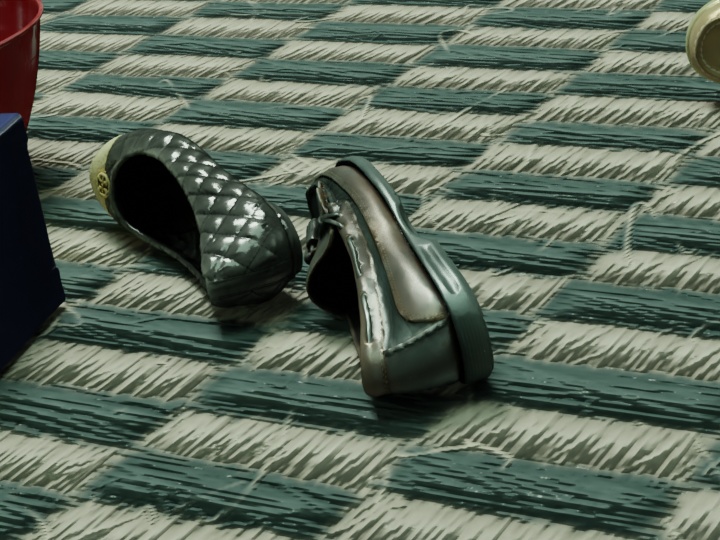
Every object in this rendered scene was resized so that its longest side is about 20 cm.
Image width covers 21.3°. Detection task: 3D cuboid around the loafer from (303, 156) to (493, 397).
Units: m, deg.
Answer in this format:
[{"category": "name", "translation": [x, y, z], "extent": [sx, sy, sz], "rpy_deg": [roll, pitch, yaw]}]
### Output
[{"category": "loafer", "translation": [0.000, 0.000, 0.923], "extent": [0.063, 0.072, 0.200], "rpy_deg": [-21, 28, -11]}]

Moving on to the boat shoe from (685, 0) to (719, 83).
[{"category": "boat shoe", "translation": [0.286, -0.128, 1.103], "extent": [0.200, 0.072, 0.065], "rpy_deg": [4, 25, 15]}]

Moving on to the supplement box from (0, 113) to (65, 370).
[{"category": "supplement box", "translation": [-0.272, -0.009, 0.984], "extent": [0.200, 0.109, 0.110], "rpy_deg": [-1, 26, 18]}]

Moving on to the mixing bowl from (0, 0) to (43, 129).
[{"category": "mixing bowl", "translation": [-0.284, -0.094, 1.182], "extent": [0.200, 0.109, 0.200], "rpy_deg": [-8, 23, 3]}]

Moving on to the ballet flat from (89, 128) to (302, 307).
[{"category": "ballet flat", "translation": [-0.101, -0.032, 1.027], "extent": [0.057, 0.067, 0.200], "rpy_deg": [-17, 25, -28]}]
